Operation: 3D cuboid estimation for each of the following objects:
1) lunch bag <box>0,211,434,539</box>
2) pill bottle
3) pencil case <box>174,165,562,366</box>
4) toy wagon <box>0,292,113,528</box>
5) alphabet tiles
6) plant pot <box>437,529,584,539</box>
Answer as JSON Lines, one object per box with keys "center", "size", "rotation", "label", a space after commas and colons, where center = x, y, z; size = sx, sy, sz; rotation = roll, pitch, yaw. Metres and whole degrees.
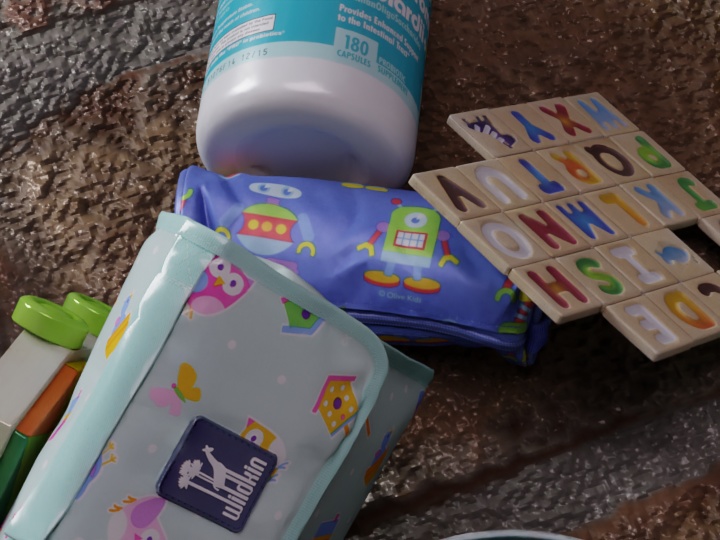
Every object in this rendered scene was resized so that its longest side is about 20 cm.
{"center": [-0.067, 0.076, 0.873], "size": [0.121, 0.200, 0.171], "rotation": [29, 86, 18], "label": "lunch bag"}
{"center": [-0.018, -0.136, 1.081], "size": [0.110, 0.111, 0.201], "rotation": [4, 59, 4], "label": "pill bottle"}
{"center": [0.000, 0.000, 1.016], "size": [0.198, 0.078, 0.087], "rotation": [6, 51, 5], "label": "pencil case"}
{"center": [-0.154, 0.088, 0.894], "size": [0.039, 0.200, 0.156], "rotation": [25, 94, 8], "label": "toy wagon"}
{"center": [0.116, -0.025, 1.003], "size": [0.167, 0.008, 0.199], "rotation": [45, 33, 24], "label": "alphabet tiles"}
{"center": [0.061, 0.224, 0.843], "size": [0.198, 0.135, 0.202], "rotation": [-1, 58, 2], "label": "plant pot"}
